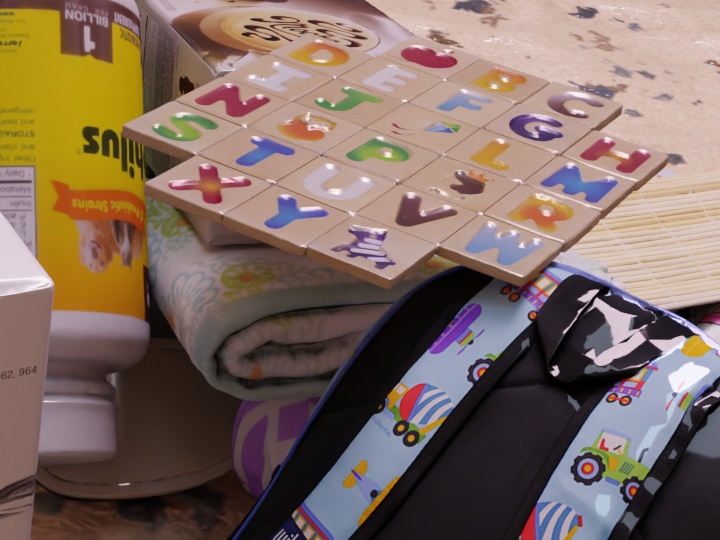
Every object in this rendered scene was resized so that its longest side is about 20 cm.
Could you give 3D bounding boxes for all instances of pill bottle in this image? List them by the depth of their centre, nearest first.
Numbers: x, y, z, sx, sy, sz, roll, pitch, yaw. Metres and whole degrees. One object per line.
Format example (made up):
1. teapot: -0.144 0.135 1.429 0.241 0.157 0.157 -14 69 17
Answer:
1. pill bottle: -0.144 -0.020 0.782 0.108 0.202 0.109 -3 -9 0

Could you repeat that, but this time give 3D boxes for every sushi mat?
1. sushi mat: 0.161 -0.017 0.963 0.199 0.012 0.096 -7 48 -42

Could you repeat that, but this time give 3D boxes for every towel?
1. towel: 0.000 0.000 0.835 0.198 0.049 0.171 -3 21 -22

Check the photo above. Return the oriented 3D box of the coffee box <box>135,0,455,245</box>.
1. coffee box: -0.044 -0.084 0.865 0.112 0.081 0.200 -3 22 -20

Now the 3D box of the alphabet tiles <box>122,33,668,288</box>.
1. alphabet tiles: 0.016 -0.047 0.695 0.165 0.006 0.200 21 30 23

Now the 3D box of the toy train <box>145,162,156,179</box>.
1. toy train: -0.129 -0.047 0.927 0.056 0.042 0.200 26 32 26

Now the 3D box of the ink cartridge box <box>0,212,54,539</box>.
1. ink cartridge box: -0.179 0.060 0.662 0.083 0.202 0.145 -6 32 -31

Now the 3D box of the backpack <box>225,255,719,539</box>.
1. backpack: 0.052 0.107 0.636 0.182 0.201 0.135 26 -11 34

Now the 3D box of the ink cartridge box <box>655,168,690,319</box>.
1. ink cartridge box: 0.117 0.002 1.019 0.144 0.084 0.200 26 30 26

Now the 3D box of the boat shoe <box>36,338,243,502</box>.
1. boat shoe: -0.070 0.065 0.874 0.199 0.063 0.073 -22 75 -30

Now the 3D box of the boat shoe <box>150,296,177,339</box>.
1. boat shoe: -0.173 0.029 0.871 0.198 0.074 0.068 -19 27 -29

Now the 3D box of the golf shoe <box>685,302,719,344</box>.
1. golf shoe: 0.227 0.052 0.981 0.199 0.073 0.092 -15 39 -42

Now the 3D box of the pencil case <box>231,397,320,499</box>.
1. pencil case: 0.030 0.107 0.783 0.084 0.086 0.199 -40 48 -23
